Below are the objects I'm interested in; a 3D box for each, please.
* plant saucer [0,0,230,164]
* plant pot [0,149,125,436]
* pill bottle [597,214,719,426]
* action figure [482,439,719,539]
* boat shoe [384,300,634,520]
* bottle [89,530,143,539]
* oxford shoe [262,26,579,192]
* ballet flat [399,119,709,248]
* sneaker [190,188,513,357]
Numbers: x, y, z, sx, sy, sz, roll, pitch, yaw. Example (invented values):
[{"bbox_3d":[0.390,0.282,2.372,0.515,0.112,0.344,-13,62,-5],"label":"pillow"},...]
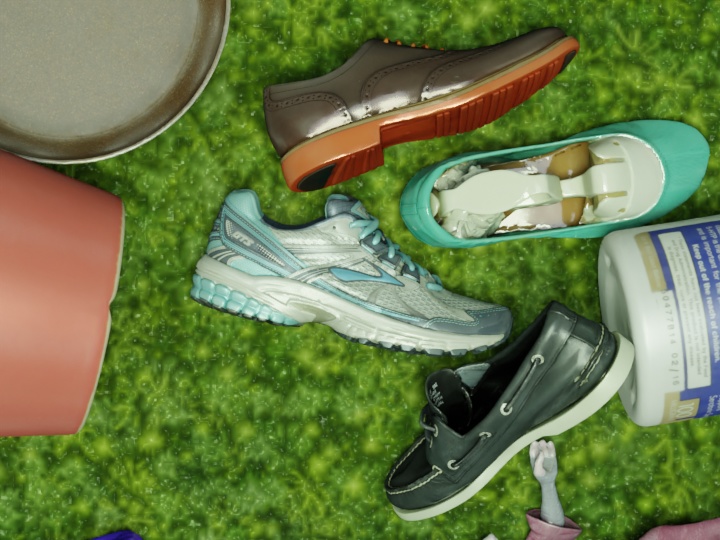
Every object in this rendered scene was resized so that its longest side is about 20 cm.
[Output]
[{"bbox_3d":[-0.177,-0.162,1.041,0.198,0.032,0.202,0,85,-4],"label":"plant saucer"},{"bbox_3d":[-0.235,0.009,0.995,0.176,0.200,0.202,10,94,-14],"label":"plant pot"},{"bbox_3d":[0.251,0.020,1.040,0.198,0.120,0.121,-9,95,-1],"label":"pill bottle"},{"bbox_3d":[0.147,0.203,1.079,0.198,0.135,0.150,4,137,11],"label":"action figure"},{"bbox_3d":[0.070,0.081,1.025,0.066,0.075,0.199,39,133,-17],"label":"boat shoe"},{"bbox_3d":[-0.145,0.267,1.071,0.083,0.065,0.202,-17,95,0],"label":"bottle"},{"bbox_3d":[0.036,-0.117,1.049,0.198,0.071,0.073,-21,77,-9],"label":"oxford shoe"},{"bbox_3d":[0.123,-0.049,1.055,0.198,0.070,0.068,-10,94,-2],"label":"ballet flat"},{"bbox_3d":[0.000,0.000,1.052,0.198,0.078,0.087,12,91,-3],"label":"sneaker"}]
